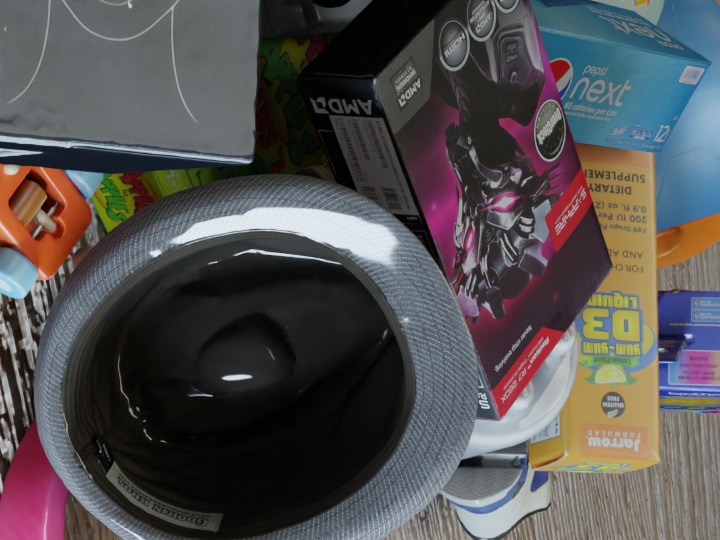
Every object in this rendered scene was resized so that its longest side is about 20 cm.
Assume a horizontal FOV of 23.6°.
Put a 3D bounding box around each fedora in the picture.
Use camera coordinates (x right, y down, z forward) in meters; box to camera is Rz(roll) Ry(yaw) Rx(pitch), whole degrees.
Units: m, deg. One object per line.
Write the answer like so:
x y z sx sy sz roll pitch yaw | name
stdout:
-0.044 0.041 0.775 0.177 0.200 0.090 58 13 -8 | fedora

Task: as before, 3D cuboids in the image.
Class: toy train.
-0.139 -0.097 0.757 0.150 0.056 0.200 51 57 -45 | toy train

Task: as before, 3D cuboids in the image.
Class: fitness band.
-0.107 0.146 0.846 0.144 0.037 0.200 -56 136 -43 | fitness band

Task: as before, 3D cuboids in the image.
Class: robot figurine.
0.054 0.052 0.998 0.113 0.200 0.170 44 71 -3 | robot figurine

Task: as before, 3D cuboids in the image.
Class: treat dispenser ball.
0.184 -0.101 1.182 0.201 0.200 0.202 -4 94 -60 | treat dispenser ball

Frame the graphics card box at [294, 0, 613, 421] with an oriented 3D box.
0.051 -0.042 0.822 0.125 0.051 0.200 -48 129 -36 | graphics card box

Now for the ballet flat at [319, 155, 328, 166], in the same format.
0.034 -0.048 1.055 0.200 0.065 0.071 26 73 -57 | ballet flat

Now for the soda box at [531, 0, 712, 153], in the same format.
0.103 -0.115 0.948 0.200 0.068 0.064 3 122 -47 | soda box

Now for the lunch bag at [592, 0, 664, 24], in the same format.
0.118 -0.230 1.050 0.170 0.122 0.200 55 40 -47 | lunch bag

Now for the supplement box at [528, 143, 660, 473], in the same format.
0.139 0.019 1.032 0.069 0.066 0.201 147 -55 -72 | supplement box

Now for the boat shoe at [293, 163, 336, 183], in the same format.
0.000 0.000 0.908 0.072 0.076 0.200 60 -16 16 | boat shoe

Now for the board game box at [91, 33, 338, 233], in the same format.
-0.066 -0.082 0.898 0.200 0.047 0.102 -58 138 -42 | board game box

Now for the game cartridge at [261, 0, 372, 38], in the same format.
-0.030 -0.221 0.904 0.133 0.040 0.201 -13 86 -46 | game cartridge

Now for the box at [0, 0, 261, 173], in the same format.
-0.144 -0.141 0.617 0.200 0.124 0.197 4 89 -34 | box

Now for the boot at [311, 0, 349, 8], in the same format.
-0.042 -0.244 0.816 0.200 0.076 0.168 34 68 -15 | boot

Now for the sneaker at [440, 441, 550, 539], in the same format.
0.092 0.101 1.165 0.115 0.080 0.200 78 22 -49 | sneaker

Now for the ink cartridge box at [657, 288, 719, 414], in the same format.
0.211 0.058 1.255 0.200 0.136 0.077 40 52 -73 | ink cartridge box
